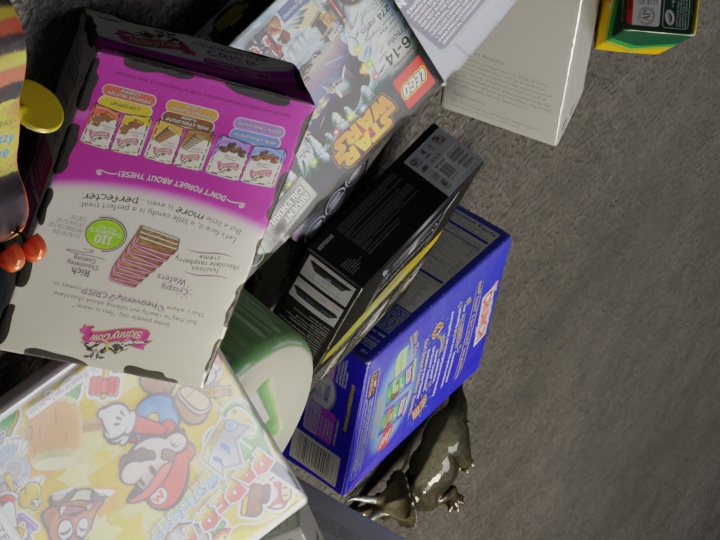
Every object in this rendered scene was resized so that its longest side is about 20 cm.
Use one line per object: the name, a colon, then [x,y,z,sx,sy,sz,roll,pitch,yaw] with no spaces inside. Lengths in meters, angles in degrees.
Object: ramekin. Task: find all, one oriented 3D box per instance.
ramekin: [-0.122,0.098,1.580,0.200,0.097,0.201,-46,157,-26]

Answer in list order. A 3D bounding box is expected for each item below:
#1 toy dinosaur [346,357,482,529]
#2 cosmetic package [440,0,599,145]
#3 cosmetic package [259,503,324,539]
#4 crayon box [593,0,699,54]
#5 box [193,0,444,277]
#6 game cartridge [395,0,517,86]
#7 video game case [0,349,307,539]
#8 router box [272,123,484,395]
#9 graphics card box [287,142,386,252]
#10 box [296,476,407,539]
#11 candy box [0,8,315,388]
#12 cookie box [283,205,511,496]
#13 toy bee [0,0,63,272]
toy dinosaur: [0.076,0.177,2.169,0.200,0.077,0.102,-53,166,-2]
cosmetic package: [0.123,-0.194,1.687,0.201,0.101,0.074,97,16,-50]
cosmetic package: [-0.116,0.245,1.640,0.199,0.108,0.085,-23,-163,5]
crayon box: [0.212,-0.266,1.665,0.173,0.058,0.202,-152,-114,-87]
box: [-0.053,-0.102,1.419,0.200,0.040,0.137,-46,130,-12]
game cartridge: [0.068,-0.226,1.535,0.200,0.041,0.133,-49,138,6]
video game case: [-0.154,0.134,1.456,0.200,0.023,0.183,-36,114,-15]
router box: [0.000,0.000,1.703,0.200,0.052,0.158,-46,169,-48]
graphics card box: [-0.045,-0.098,1.539,0.126,0.051,0.200,-55,160,-5]
box: [-0.063,0.284,1.780,0.201,0.198,0.171,-60,-176,12]
candy box: [-0.126,-0.039,1.331,0.136,0.061,0.201,13,116,-23]
cookie box: [0.029,0.062,1.898,0.200,0.075,0.172,-40,153,-38]
toy bee: [-0.199,-0.056,1.177,0.131,0.108,0.201,-44,156,-34]
